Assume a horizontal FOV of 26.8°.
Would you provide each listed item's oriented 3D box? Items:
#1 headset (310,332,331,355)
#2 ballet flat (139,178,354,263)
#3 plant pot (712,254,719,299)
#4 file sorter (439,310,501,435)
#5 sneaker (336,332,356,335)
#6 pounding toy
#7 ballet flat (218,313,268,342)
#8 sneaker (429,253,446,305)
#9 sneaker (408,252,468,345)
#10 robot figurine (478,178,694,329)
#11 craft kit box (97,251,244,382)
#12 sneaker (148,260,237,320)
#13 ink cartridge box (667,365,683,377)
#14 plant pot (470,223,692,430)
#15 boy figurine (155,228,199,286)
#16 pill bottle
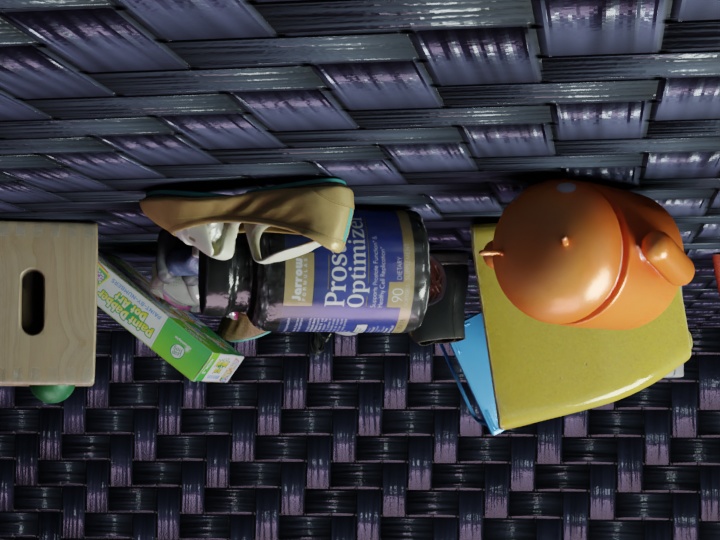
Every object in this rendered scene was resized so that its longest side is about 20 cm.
[{"bbox_3d":[-0.049,0.046,1.991,0.122,0.095,0.200,1,163,-9],"label":"headset"},{"bbox_3d":[-0.097,-0.037,1.220,0.198,0.064,0.068,-2,174,30],"label":"ballet flat"},{"bbox_3d":[0.547,0.070,1.778,0.198,0.179,0.199,-4,174,41],"label":"plant pot"},{"bbox_3d":[0.210,0.091,1.877,0.198,0.140,0.123,-26,-176,-7],"label":"file sorter"},{"bbox_3d":[0.024,0.055,2.304,0.070,0.074,0.199,-15,176,36],"label":"sneaker"},{"bbox_3d":[-0.335,0.057,1.506,0.140,0.203,0.184,1,175,-11],"label":"pounding toy"},{"bbox_3d":[-0.087,0.024,1.791,0.198,0.068,0.073,-17,139,10],"label":"ballet flat"},{"bbox_3d":[0.000,0.000,1.652,0.198,0.072,0.080,9,175,-33],"label":"sneaker"},{"bbox_3d":[0.046,0.037,1.813,0.074,0.108,0.199,4,173,-42],"label":"sneaker"},{"bbox_3d":[0.184,-0.013,1.204,0.199,0.117,0.144,6,-148,-50],"label":"robot figurine"},{"bbox_3d":[-0.237,0.053,1.740,0.199,0.049,0.197,38,-177,7],"label":"craft kit box"},{"bbox_3d":[-0.184,0.008,1.710,0.087,0.082,0.200,7,173,9],"label":"sneaker"},{"bbox_3d":[0.279,0.047,1.699,0.145,0.147,0.200,-1,175,19],"label":"ink cartridge box"},{"bbox_3d":[0.220,0.046,1.503,0.197,0.197,0.196,-8,174,3],"label":"plant pot"},{"bbox_3d":[-0.110,-0.016,1.467,0.198,0.065,0.124,-5,173,37],"label":"boy figurine"},{"bbox_3d":[-0.044,-0.001,1.354,0.197,0.113,0.112,1,175,-12],"label":"pill bottle"}]
